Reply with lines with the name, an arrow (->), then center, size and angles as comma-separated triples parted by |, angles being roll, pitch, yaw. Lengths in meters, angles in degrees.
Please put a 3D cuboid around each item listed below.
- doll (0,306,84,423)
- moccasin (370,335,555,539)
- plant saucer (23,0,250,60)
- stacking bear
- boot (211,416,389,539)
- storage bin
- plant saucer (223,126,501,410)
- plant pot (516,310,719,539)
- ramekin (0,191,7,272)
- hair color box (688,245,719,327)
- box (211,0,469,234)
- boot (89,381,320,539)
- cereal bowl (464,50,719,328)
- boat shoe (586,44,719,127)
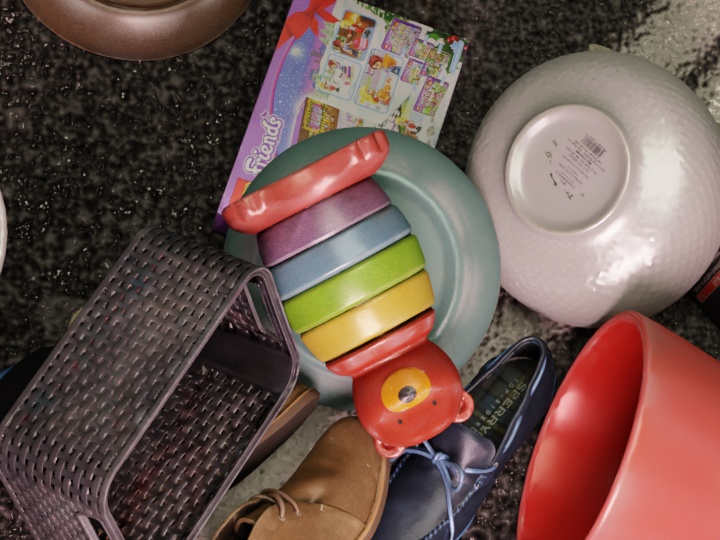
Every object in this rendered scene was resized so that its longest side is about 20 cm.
doll -> -0.234, 0.100, 1.658 | 0.048, 0.136, 0.200 | 43, 84, -21
moccasin -> 0.064, 0.120, 1.725 | 0.080, 0.068, 0.201 | 27, 63, 17
plant saucer -> -0.168, -0.255, 1.843 | 0.198, 0.032, 0.202 | 3, 69, -8
stacking bear -> 0.003, 0.024, 1.661 | 0.121, 0.114, 0.201 | -26, 91, -5
boot -> -0.044, 0.168, 1.653 | 0.076, 0.073, 0.201 | 54, 52, -35
storage bin -> -0.136, 0.089, 1.610 | 0.093, 0.136, 0.201 | 19, 60, 25
plant saucer -> 0.000, 0.000, 1.736 | 0.198, 0.036, 0.202 | 0, 93, 3
plant pot -> 0.226, 0.152, 1.696 | 0.176, 0.200, 0.202 | 21, 68, -13
ramekin -> -0.343, -0.011, 1.687 | 0.199, 0.098, 0.202 | 4, 69, -10
hair color box -> 0.333, 0.050, 1.787 | 0.061, 0.102, 0.200 | -39, 81, -22
box -> -0.013, -0.100, 1.810 | 0.136, 0.039, 0.201 | 20, 69, -3
boot -> -0.118, 0.124, 1.698 | 0.199, 0.074, 0.076 | -33, 73, -16
cereal bowl -> 0.159, -0.063, 1.756 | 0.199, 0.083, 0.202 | -5, 78, 25
boat shoe -> 0.239, -0.090, 1.850 | 0.199, 0.072, 0.068 | 32, 104, -5
